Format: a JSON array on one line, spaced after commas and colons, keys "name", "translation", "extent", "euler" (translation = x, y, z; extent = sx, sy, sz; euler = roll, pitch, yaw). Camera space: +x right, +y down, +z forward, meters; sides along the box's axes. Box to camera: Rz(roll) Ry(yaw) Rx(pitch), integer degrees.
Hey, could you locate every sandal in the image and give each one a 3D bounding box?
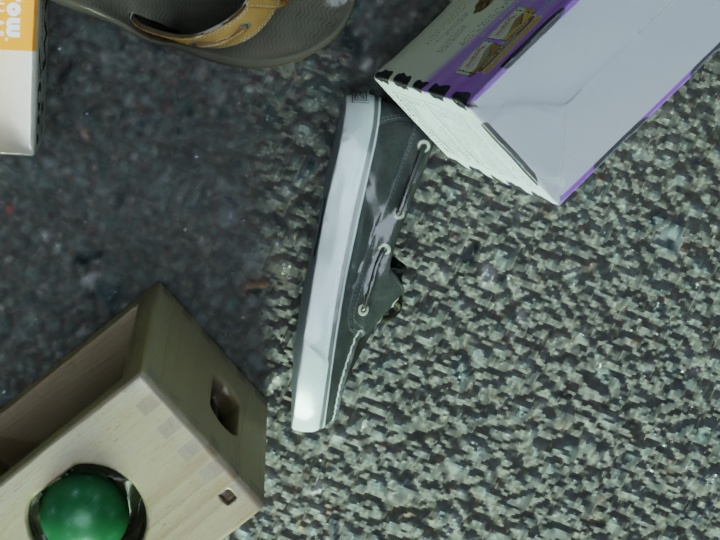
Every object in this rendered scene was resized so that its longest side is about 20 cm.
[{"name": "sandal", "translation": [-0.086, -0.155, 1.184], "extent": [0.200, 0.055, 0.082], "euler": [14, 97, -33]}]

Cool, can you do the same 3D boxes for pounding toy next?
[{"name": "pounding toy", "translation": [-0.140, 0.142, 1.230], "extent": [0.184, 0.200, 0.142], "euler": [-38, 105, 10]}]

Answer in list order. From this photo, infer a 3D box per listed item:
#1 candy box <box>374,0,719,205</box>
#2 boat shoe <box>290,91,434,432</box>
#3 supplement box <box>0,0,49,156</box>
[{"name": "candy box", "translation": [0.109, -0.126, 1.139], "extent": [0.168, 0.200, 0.072], "euler": [-44, 105, -3]}, {"name": "boat shoe", "translation": [0.000, 0.000, 1.261], "extent": [0.057, 0.069, 0.200], "euler": [10, 105, -5]}, {"name": "supplement box", "translation": [-0.270, -0.135, 1.206], "extent": [0.200, 0.074, 0.126], "euler": [3, 107, -3]}]
